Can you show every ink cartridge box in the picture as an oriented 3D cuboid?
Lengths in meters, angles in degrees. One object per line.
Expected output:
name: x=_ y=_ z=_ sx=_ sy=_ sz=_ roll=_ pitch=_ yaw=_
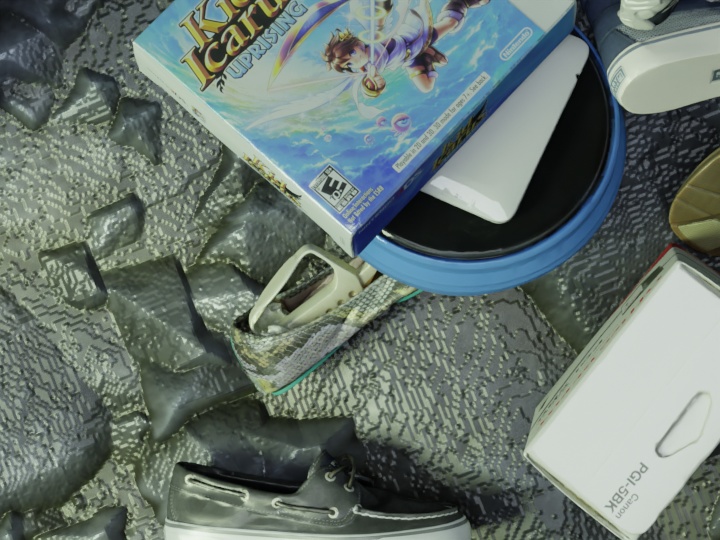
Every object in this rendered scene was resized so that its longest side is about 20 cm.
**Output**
ink cartridge box: x=0.173 y=0.066 z=1.306 sx=0.083 sy=0.200 sz=0.147 roll=39 pitch=96 yaw=3

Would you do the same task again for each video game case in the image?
video game case: x=-0.003 y=-0.141 z=1.315 sx=0.181 sy=0.045 sz=0.200 roll=41 pitch=78 yaw=14

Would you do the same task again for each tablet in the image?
tablet: x=0.025 y=-0.121 z=1.338 sx=0.199 sy=0.014 sz=0.131 roll=24 pitch=74 yaw=8

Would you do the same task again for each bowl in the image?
bowl: x=0.064 y=-0.086 z=1.353 sx=0.199 sy=0.039 sz=0.202 roll=0 pitch=72 yaw=1

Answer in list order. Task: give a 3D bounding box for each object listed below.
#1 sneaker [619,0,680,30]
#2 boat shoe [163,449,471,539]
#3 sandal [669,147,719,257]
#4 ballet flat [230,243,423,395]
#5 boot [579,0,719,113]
sneaker: x=0.222 y=-0.198 z=1.232 sx=0.129 sy=0.200 sz=0.080 roll=9 pitch=51 yaw=-3
boat shoe: x=-0.028 y=0.147 z=1.404 sx=0.199 sy=0.070 sz=0.067 roll=1 pitch=95 yaw=14
sandal: x=0.272 y=-0.082 z=1.350 sx=0.080 sy=0.054 sz=0.200 roll=36 pitch=119 yaw=-7
ballet flat: x=0.000 y=0.000 z=1.382 sx=0.200 sy=0.072 sz=0.072 roll=-36 pitch=89 yaw=8
boot: x=0.237 y=-0.160 z=1.351 sx=0.199 sy=0.073 sz=0.091 roll=-9 pitch=59 yaw=-14
